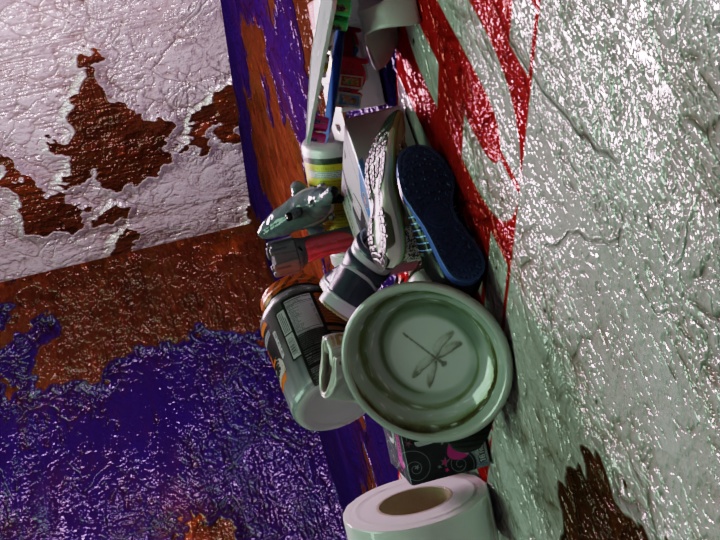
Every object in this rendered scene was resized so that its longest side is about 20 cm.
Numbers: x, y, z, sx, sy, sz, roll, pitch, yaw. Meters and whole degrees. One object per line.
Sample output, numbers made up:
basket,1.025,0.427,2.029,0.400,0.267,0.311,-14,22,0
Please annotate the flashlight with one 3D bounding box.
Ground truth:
flashlight,-0.033,-0.035,1.710,0.068,0.199,0.068,104,150,-69

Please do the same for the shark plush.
shark plush,-0.077,-0.079,1.707,0.200,0.083,0.091,1,111,59

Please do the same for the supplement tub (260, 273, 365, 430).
supplement tub,-0.063,0.106,1.605,0.123,0.122,0.200,86,163,-47

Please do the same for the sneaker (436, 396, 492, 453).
sneaker,0.120,0.127,1.443,0.089,0.074,0.201,97,169,-70

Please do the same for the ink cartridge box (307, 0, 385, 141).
ink cartridge box,-0.017,-0.286,1.667,0.116,0.067,0.201,-143,42,-76

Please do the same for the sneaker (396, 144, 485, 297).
sneaker,0.087,-0.050,1.376,0.078,0.070,0.201,100,155,-58

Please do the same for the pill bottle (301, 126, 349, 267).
pill bottle,-0.019,-0.110,1.792,0.112,0.112,0.201,-125,23,-66

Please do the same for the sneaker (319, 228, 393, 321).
sneaker,0.000,0.000,1.560,0.070,0.109,0.200,33,-174,-4

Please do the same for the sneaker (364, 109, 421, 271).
sneaker,0.057,-0.096,1.445,0.077,0.088,0.201,155,117,-67

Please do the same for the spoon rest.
spoon rest,0.020,-0.300,1.442,0.200,0.060,0.100,-173,70,-79

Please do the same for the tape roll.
tape roll,0.080,0.338,1.579,0.202,0.201,0.071,-154,51,-78

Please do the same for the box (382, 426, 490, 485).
box,0.083,0.164,1.564,0.132,0.114,0.201,-160,56,-79

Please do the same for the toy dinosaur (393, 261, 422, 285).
toy dinosaur,0.051,0.045,1.526,0.058,0.200,0.101,44,149,1

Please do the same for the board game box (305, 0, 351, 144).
board game box,-0.038,-0.290,1.459,0.200,0.026,0.201,-90,11,-48

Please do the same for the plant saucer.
plant saucer,0.078,0.099,1.355,0.050,0.199,0.201,-56,-42,-64

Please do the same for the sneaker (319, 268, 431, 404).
sneaker,0.018,0.081,1.415,0.201,0.115,0.074,-67,30,24

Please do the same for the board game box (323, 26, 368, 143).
board game box,-0.014,-0.259,1.509,0.158,0.039,0.201,135,143,-79

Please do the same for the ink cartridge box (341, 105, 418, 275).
ink cartridge box,0.032,-0.100,1.588,0.200,0.083,0.146,94,159,-63
